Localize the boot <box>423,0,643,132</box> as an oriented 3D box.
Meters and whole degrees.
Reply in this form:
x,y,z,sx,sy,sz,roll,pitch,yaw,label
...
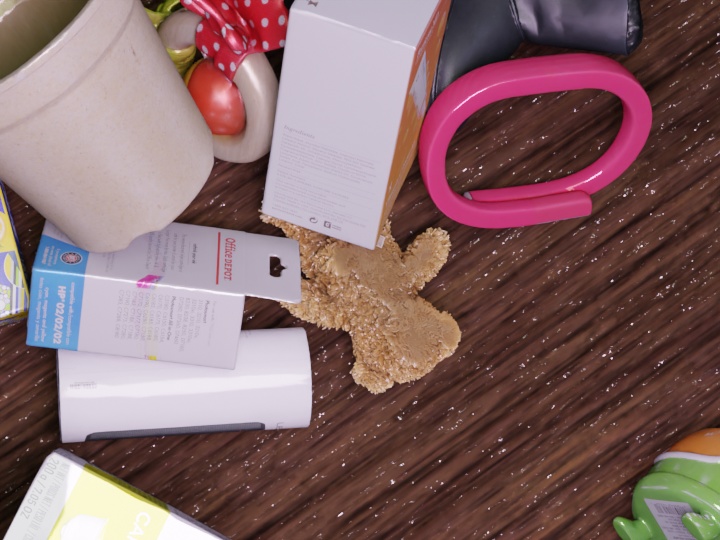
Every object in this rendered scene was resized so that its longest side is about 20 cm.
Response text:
x,y,z,sx,sy,sz,roll,pitch,yaw,label
0.143,-0.193,1.397,0.166,0.076,0.202,10,75,15,boot

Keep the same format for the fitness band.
x,y,z,sx,sy,sz,roll,pitch,yaw,label
0.141,-0.105,1.387,0.198,0.038,0.145,-9,128,-16,fitness band

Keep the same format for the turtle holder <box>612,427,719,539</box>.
x,y,z,sx,sy,sz,roll,pitch,yaw,label
0.309,0.208,1.374,0.185,0.141,0.132,42,62,7,turtle holder

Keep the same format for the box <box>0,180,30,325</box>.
x,y,z,sx,sy,sz,roll,pitch,yaw,label
-0.311,-0.055,1.338,0.069,0.064,0.202,-15,86,-11,box

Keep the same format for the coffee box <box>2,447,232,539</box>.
x,y,z,sx,sy,sz,roll,pitch,yaw,label
-0.184,0.263,1.253,0.196,0.200,0.201,28,80,-5,coffee box

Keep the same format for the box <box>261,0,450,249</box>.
x,y,z,sx,sy,sz,roll,pitch,yaw,label
-0.001,-0.138,1.297,0.096,0.201,0.125,18,46,7,box

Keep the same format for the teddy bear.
x,y,z,sx,sy,sz,roll,pitch,yaw,label
0.000,0.000,1.389,0.200,0.067,0.145,44,67,2,teddy bear

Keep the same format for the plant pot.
x,y,z,sx,sy,sz,roll,pitch,yaw,label
-0.204,-0.119,1.228,0.200,0.200,0.184,-44,127,-11,plant pot

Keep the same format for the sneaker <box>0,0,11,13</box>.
x,y,z,sx,sy,sz,roll,pitch,yaw,label
-0.284,-0.216,1.334,0.075,0.115,0.202,-26,89,-11,sneaker

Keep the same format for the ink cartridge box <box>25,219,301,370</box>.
x,y,z,sx,sy,sz,roll,pitch,yaw,label
-0.147,0.015,1.308,0.197,0.115,0.069,7,115,-6,ink cartridge box

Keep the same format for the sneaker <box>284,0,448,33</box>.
x,y,z,sx,sy,sz,roll,pitch,yaw,label
-0.017,-0.224,1.383,0.200,0.076,0.088,41,97,27,sneaker

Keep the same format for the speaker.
x,y,z,sx,sy,sz,roll,pitch,yaw,label
-0.137,0.088,1.342,0.197,0.081,0.082,-3,84,-11,speaker

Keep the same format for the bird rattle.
x,y,z,sx,sy,sz,roll,pitch,yaw,label
-0.110,-0.162,1.329,0.113,0.198,0.164,-46,121,-40,bird rattle
